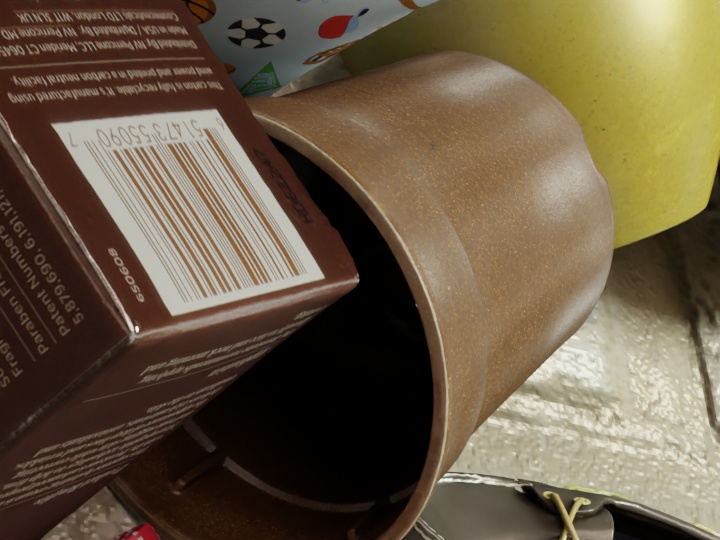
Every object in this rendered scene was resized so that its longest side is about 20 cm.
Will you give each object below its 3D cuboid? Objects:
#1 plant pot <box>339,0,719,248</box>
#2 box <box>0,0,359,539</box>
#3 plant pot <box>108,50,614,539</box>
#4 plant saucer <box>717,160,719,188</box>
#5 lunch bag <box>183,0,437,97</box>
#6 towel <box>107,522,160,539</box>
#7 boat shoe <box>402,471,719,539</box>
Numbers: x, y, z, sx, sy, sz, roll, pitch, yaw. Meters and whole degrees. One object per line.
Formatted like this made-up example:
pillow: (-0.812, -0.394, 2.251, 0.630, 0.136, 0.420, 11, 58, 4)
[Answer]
plant pot: (0.100, -0.083, 1.096, 0.200, 0.200, 0.143, -25, 99, -43)
box: (-0.145, 0.001, 0.801, 0.165, 0.200, 0.166, 56, 25, 9)
plant pot: (0.000, 0.000, 0.952, 0.200, 0.200, 0.198, 51, 38, 6)
plant saucer: (0.205, -0.077, 1.163, 0.032, 0.201, 0.201, -5, 56, 3)
lunch bag: (-0.080, -0.150, 0.913, 0.199, 0.170, 0.124, 18, 60, -38)
towel: (-0.114, 0.191, 0.845, 0.200, 0.022, 0.145, -26, 77, -44)
boat shoe: (0.100, 0.128, 1.013, 0.201, 0.061, 0.072, 20, 50, -23)
